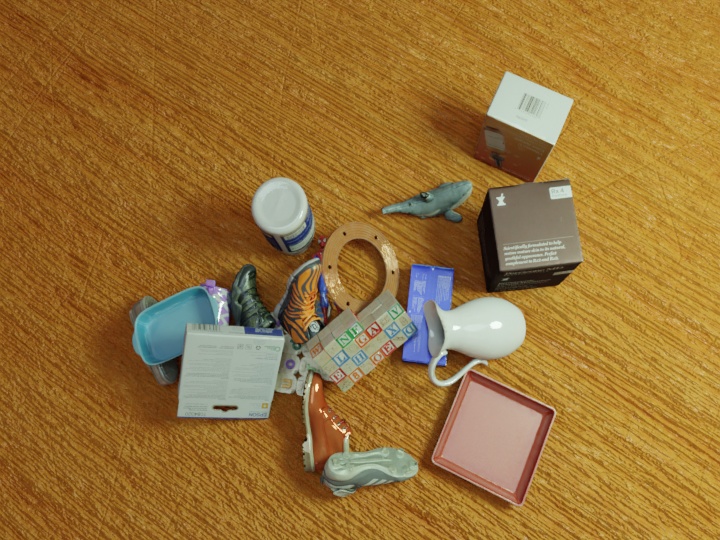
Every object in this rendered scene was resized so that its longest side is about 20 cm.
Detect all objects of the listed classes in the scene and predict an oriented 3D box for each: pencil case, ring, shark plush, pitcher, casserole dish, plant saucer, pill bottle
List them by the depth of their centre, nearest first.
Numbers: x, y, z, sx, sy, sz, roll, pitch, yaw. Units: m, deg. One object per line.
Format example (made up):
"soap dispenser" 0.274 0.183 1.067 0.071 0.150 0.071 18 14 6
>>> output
"pitcher" 0.225 0.142 1.269 0.194 0.121 0.177 -1 101 -19
"plant saucer" 0.266 0.332 1.273 0.196 0.037 0.204 24 79 8
"casserole dish" -0.370 0.115 1.288 0.196 0.039 0.124 -25 72 6
"pill bottle" -0.154 -0.104 1.322 0.112 0.200 0.119 -1 76 2
"ring" 0.000 0.000 1.327 0.196 0.019 0.207 9 74 -35
"pencil case" -0.324 0.130 1.339 0.082 0.085 0.206 3 75 18
"shark plush" 0.143 -0.161 1.373 0.194 0.083 0.094 1 77 4

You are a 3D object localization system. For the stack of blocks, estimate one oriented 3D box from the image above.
"stack of blocks" 0.004 0.132 1.265 0.199 0.059 0.116 -39 121 1

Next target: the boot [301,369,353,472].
"boot" -0.068 0.300 1.283 0.104 0.075 0.207 -4 91 0

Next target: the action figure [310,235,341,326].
"action figure" -0.072 0.007 1.337 0.063 0.100 0.205 -10 65 0

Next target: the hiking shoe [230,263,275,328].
"hiking shoe" -0.222 0.089 1.344 0.098 0.076 0.207 2 86 12

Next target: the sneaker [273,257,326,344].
"sneaker" -0.102 0.071 1.280 0.077 0.202 0.113 -22 64 -38

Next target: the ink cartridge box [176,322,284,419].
"ink cartridge box" -0.263 0.205 1.270 0.191 0.044 0.205 6 117 -20

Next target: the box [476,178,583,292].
"box" 0.333 -0.063 1.277 0.161 0.200 0.169 -6 76 3

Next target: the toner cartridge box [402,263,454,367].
"toner cartridge box" 0.143 0.095 1.334 0.092 0.043 0.206 6 78 5

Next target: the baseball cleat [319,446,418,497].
"baseball cleat" 0.014 0.403 1.264 0.194 0.108 0.071 9 39 -18

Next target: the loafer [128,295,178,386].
"loafer" -0.446 0.157 1.357 0.062 0.072 0.204 -28 69 16

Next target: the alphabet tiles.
"alphabet tiles" -0.123 0.163 1.352 0.190 0.015 0.206 7 77 8

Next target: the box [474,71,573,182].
"box" 0.336 -0.294 1.330 0.149 0.200 0.108 25 78 10
